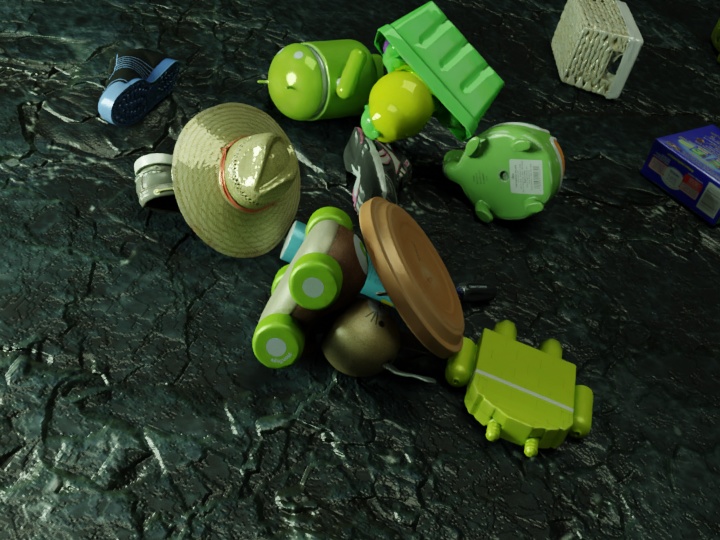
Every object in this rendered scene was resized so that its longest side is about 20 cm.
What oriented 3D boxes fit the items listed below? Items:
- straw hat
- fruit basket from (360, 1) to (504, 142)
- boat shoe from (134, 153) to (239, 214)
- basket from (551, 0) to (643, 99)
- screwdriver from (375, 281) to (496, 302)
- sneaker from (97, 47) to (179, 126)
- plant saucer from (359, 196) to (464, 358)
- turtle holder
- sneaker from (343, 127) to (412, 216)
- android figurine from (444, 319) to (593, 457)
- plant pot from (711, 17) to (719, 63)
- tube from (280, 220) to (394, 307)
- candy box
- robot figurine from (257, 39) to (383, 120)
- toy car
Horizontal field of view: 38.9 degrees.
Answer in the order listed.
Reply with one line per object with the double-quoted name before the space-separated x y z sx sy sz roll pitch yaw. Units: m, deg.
"straw hat" -0.122 -0.120 1.223 0.200 0.085 0.204 10 75 -41
"fruit basket" 0.081 -0.257 1.474 0.213 0.218 0.156 20 2 -2
"boat shoe" -0.185 -0.092 1.268 0.200 0.072 0.061 10 62 -33
"basket" 0.463 -0.451 2.022 0.122 0.137 0.201 13 35 -8
"screwdriver" 0.095 0.024 1.271 0.198 0.028 0.029 6 79 -38
"sneaker" -0.326 -0.259 1.418 0.077 0.071 0.200 20 29 7
"plant saucer" 0.065 0.003 1.162 0.201 0.032 0.201 52 18 -25
"turtle holder" 0.215 -0.144 1.504 0.142 0.185 0.132 59 37 -3
"sneaker" 0.037 -0.136 1.430 0.085 0.081 0.201 10 37 -17
"android figurine" 0.185 0.136 1.179 0.180 0.041 0.201 21 35 -1
"plant pot" 0.944 -0.553 2.362 0.198 0.200 0.182 24 41 3
"tube" 0.000 0.000 1.262 0.198 0.051 0.078 23 44 -8
"candy box" 0.616 -0.170 1.779 0.199 0.078 0.169 -16 48 -40
"robot figurine" -0.055 -0.289 1.551 0.198 0.117 0.175 -14 20 -38
"toy car" 0.001 0.053 1.115 0.199 0.159 0.165 30 22 -8
